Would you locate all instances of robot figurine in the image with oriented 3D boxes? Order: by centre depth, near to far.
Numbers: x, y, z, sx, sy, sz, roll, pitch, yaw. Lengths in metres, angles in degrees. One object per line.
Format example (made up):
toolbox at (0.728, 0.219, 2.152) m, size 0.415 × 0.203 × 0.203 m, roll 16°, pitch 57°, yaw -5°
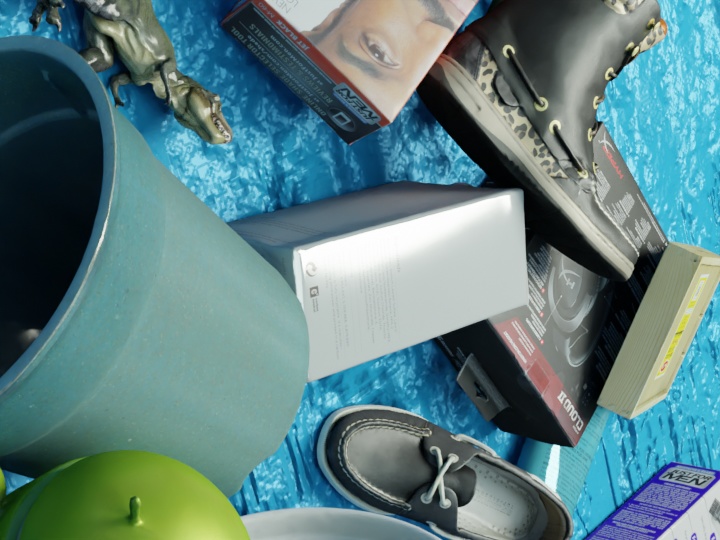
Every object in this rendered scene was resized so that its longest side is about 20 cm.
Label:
robot figurine at (-0.123, 0.148, 0.646) m, size 0.175 × 0.199 × 0.116 m, roll 41°, pitch 47°, yaw -20°

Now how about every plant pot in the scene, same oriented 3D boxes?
plant pot at (-0.136, 0.023, 0.723) m, size 0.196 × 0.199 × 0.202 m, roll 37°, pitch 69°, yaw -48°

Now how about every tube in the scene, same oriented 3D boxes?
tube at (0.139, 0.164, 1.105) m, size 0.077 × 0.050 × 0.201 m, roll 42°, pitch 63°, yaw -38°

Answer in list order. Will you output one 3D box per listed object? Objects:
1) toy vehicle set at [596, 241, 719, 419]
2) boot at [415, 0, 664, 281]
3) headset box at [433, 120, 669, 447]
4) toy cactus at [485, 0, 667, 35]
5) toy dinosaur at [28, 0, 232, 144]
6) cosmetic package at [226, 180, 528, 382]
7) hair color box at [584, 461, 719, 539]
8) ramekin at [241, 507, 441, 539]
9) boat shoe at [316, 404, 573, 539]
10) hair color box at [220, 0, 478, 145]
toy vehicle set at (0.231, 0.042, 1.108) m, size 0.125 × 0.026 × 0.200 m, roll -67°, pitch 163°, yaw 7°
boot at (0.144, -0.106, 0.955) m, size 0.200 × 0.073 × 0.151 m, roll 45°, pitch 78°, yaw -15°
headset box at (0.132, 0.015, 1.056) m, size 0.201 × 0.077 × 0.149 m, roll -56°, pitch 129°, yaw -23°
toy cactus at (0.122, -0.182, 1.024) m, size 0.200 × 0.102 × 0.165 m, roll -46°, pitch 114°, yaw -19°
toy dinosaur at (-0.140, -0.136, 0.792) m, size 0.201 × 0.047 × 0.088 m, roll 63°, pitch 40°, yaw -29°
cosmetic package at (0.000, 0.000, 0.901) m, size 0.199 × 0.112 × 0.082 m, roll -14°, pitch 105°, yaw -41°
hair color box at (0.231, 0.254, 1.193) m, size 0.199 × 0.064 × 0.110 m, roll -30°, pitch 114°, yaw -37°
ramekin at (-0.029, 0.230, 0.845) m, size 0.199 × 0.199 × 0.106 m, roll -19°, pitch 117°, yaw -41°
boat shoe at (0.061, 0.146, 0.994) m, size 0.199 × 0.060 × 0.074 m, roll 31°, pitch 74°, yaw -29°
hair color box at (0.018, -0.190, 0.906) m, size 0.111 × 0.064 × 0.201 m, roll 41°, pitch 66°, yaw -16°
